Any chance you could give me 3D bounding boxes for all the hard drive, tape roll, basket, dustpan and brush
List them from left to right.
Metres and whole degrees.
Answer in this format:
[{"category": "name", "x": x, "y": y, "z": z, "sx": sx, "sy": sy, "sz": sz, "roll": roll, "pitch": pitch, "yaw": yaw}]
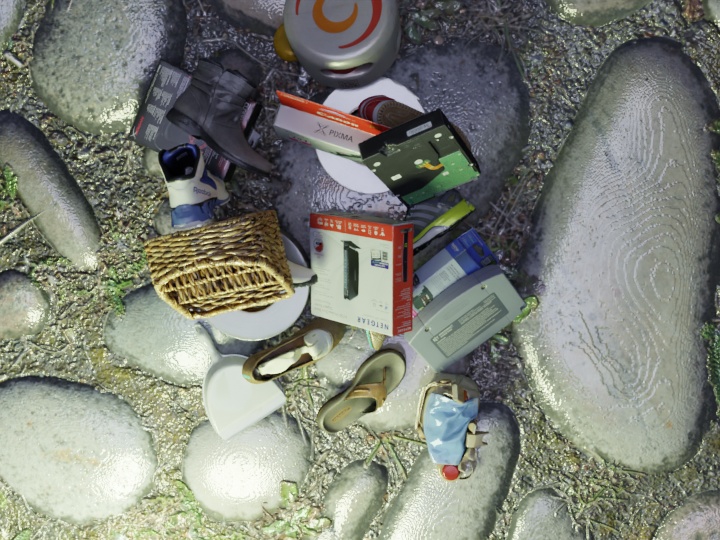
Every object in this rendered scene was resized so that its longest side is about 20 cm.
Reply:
[{"category": "basket", "x": -0.219, "y": 0.000, "z": 1.406, "sx": 0.200, "sy": 0.143, "sz": 0.149, "roll": -11, "pitch": 94, "yaw": 14}, {"category": "dustpan and brush", "x": -0.238, "y": 0.180, "z": 1.611, "sx": 0.139, "sy": 0.057, "sz": 0.200, "roll": -32, "pitch": 101, "yaw": -6}, {"category": "tape roll", "x": -0.185, "y": 0.018, "z": 1.578, "sx": 0.200, "sy": 0.066, "sz": 0.201, "roll": 0, "pitch": 97, "yaw": 3}, {"category": "tape roll", "x": 0.020, "y": -0.231, "z": 1.556, "sx": 0.202, "sy": 0.037, "sz": 0.203, "roll": 0, "pitch": 97, "yaw": 3}, {"category": "hard drive", "x": 0.097, "y": -0.172, "z": 1.426, "sx": 0.140, "sy": 0.200, "sz": 0.038, "roll": -22, "pitch": 64, "yaw": 17}]

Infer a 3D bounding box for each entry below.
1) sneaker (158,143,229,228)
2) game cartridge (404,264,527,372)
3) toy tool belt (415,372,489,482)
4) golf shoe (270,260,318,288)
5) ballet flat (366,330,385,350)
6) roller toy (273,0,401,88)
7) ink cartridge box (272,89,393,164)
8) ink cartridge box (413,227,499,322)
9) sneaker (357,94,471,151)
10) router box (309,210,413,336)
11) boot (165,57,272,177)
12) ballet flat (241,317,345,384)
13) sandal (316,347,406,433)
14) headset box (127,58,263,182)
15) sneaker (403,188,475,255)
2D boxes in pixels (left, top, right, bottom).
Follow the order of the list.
[{"category": "sneaker", "x": -0.260, "y": -0.147, "z": 1.421, "sx": 0.080, "sy": 0.199, "sz": 0.115, "roll": -9, "pitch": 109, "yaw": 2}, {"category": "game cartridge", "x": 0.177, "y": 0.080, "z": 1.550, "sx": 0.200, "sy": 0.042, "sz": 0.133, "roll": -37, "pitch": 127, "yaw": 5}, {"category": "toy tool belt", "x": 0.156, "y": 0.281, "z": 1.564, "sx": 0.125, "sy": 0.123, "sz": 0.200, "roll": 1, "pitch": 97, "yaw": 2}, {"category": "golf shoe", "x": -0.163, "y": -0.024, "z": 1.502, "sx": 0.200, "sy": 0.078, "sz": 0.095, "roll": 12, "pitch": 97, "yaw": 0}, {"category": "ballet flat", "x": 0.028, "y": 0.037, "z": 1.569, "sx": 0.065, "sy": 0.071, "sz": 0.200, "roll": -13, "pitch": 97, "yaw": 8}, {"category": "roller toy", "x": -0.028, "y": -0.394, "z": 1.482, "sx": 0.182, "sy": 0.140, "sz": 0.200, "roll": 41, "pitch": 88, "yaw": 11}, {"category": "ink cartridge box", "x": -0.041, "y": -0.219, "z": 1.453, "sx": 0.200, "sy": 0.174, "sz": 0.044, "roll": 18, "pitch": 89, "yaw": 1}, {"category": "ink cartridge box", "x": 0.144, "y": 0.028, "z": 1.547, "sx": 0.200, "sy": 0.042, "sz": 0.119, "roll": -41, "pitch": 134, "yaw": 4}, {"category": "sneaker", "x": 0.086, "y": -0.233, "z": 1.509, "sx": 0.200, "sy": 0.112, "sz": 0.071, "roll": 24, "pitch": 95, "yaw": -31}, {"category": "router box", "x": 0.000, "y": 0.000, "z": 1.500, "sx": 0.200, "sy": 0.049, "sz": 0.180, "roll": 11, "pitch": 106, "yaw": 45}, {"category": "boot", "x": -0.204, "y": -0.249, "z": 1.474, "sx": 0.200, "sy": 0.070, "sz": 0.132, "roll": 34, "pitch": 92, "yaw": -6}, {"category": "ballet flat", "x": -0.110, "y": 0.141, "z": 1.565, "sx": 0.200, "sy": 0.072, "sz": 0.068, "roll": -23, "pitch": 100, "yaw": -9}, {"category": "sandal", "x": 0.005, "y": 0.219, "z": 1.585, "sx": 0.200, "sy": 0.055, "sz": 0.082, "roll": -40, "pitch": 118, "yaw": 7}, {"category": "headset box", "x": -0.270, "y": -0.248, "z": 1.546, "sx": 0.200, "sy": 0.075, "sz": 0.149, "roll": 24, "pitch": 97, "yaw": 0}, {"category": "sneaker", "x": 0.095, "y": -0.079, "z": 1.547, "sx": 0.200, "sy": 0.074, "sz": 0.081, "roll": -33, "pitch": 81, "yaw": -16}]
